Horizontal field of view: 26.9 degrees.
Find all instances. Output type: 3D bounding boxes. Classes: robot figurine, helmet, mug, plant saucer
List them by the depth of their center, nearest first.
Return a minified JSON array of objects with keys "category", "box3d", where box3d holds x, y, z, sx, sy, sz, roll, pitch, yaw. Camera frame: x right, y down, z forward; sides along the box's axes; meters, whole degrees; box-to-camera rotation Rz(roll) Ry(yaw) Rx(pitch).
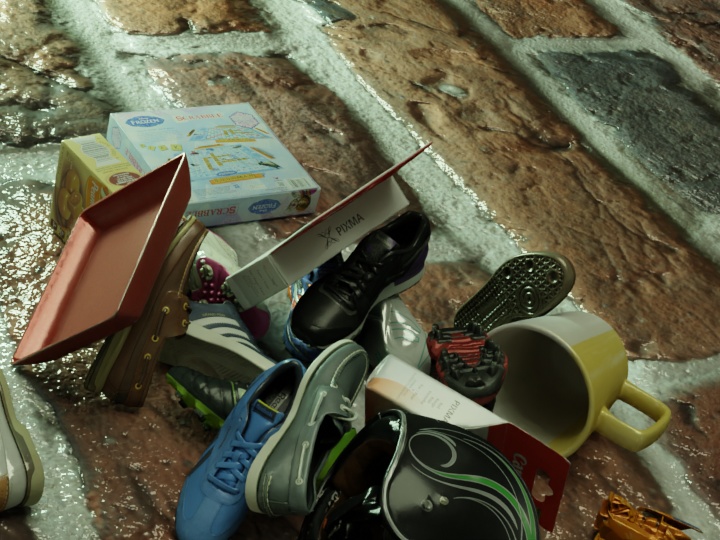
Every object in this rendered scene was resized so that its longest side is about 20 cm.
[{"category":"helmet","box3d":[0.064,0.235,1.313,0.190,0.200,0.200,36,31,-14]},{"category":"robot figurine","box3d":[0.315,0.296,1.455,0.199,0.058,0.145,23,35,8]},{"category":"plant saucer","box3d":[-0.247,-0.002,1.485,0.037,0.199,0.201,38,52,-26]},{"category":"mug","box3d":[0.222,0.127,1.606,0.153,0.149,0.187,-21,75,-55]}]

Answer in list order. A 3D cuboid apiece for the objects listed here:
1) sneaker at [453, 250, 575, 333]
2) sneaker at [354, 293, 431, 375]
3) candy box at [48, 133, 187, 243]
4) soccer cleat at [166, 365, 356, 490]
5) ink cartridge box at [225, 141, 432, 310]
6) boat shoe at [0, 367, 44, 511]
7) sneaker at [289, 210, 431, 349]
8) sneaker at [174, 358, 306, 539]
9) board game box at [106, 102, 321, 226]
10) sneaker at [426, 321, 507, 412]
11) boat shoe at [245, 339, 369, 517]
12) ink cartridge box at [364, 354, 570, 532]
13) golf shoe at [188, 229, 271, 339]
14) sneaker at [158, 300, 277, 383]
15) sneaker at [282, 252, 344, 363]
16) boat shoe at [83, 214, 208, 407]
[{"category":"sneaker","box3d":[0.182,0.026,1.667,0.075,0.200,0.071,-12,76,-37]},{"category":"sneaker","box3d":[0.047,0.088,1.633,0.080,0.071,0.201,11,39,-27]},{"category":"candy box","box3d":[-0.259,-0.045,1.628,0.055,0.116,0.200,-16,46,-39]},{"category":"soccer cleat","box3d":[-0.096,0.139,1.469,0.199,0.068,0.081,30,73,11]},{"category":"ink cartridge box","box3d":[-0.023,-0.045,1.563,0.200,0.176,0.045,-35,94,-38]},{"category":"boat shoe","box3d":[-0.356,0.134,1.365,0.068,0.075,0.200,-5,40,-39]},{"category":"sneaker","box3d":[0.000,0.000,1.585,0.076,0.088,0.200,36,50,17]},{"category":"sneaker","box3d":[-0.109,0.164,1.376,0.066,0.079,0.201,29,64,7]},{"category":"board game box","box3d":[-0.182,-0.132,1.853,0.199,0.041,0.200,-8,42,-33]},{"category":"sneaker","box3d":[0.106,0.114,1.485,0.070,0.099,0.200,-3,9,-3]},{"category":"boat shoe","box3d":[-0.032,0.144,1.365,0.061,0.073,0.200,8,45,29]},{"category":"ink cartridge box","box3d":[0.094,0.181,1.429,0.199,0.163,0.050,32,62,19]},{"category":"golf shoe","box3d":[-0.157,0.001,1.651,0.200,0.076,0.091,39,36,26]},{"category":"sneaker","box3d":[-0.129,0.078,1.548,0.199,0.075,0.084,29,40,17]},{"category":"sneaker","box3d":[-0.045,0.032,1.649,0.075,0.079,0.201,7,35,-15]},{"category":"boat shoe","box3d":[-0.200,0.042,1.496,0.067,0.201,0.072,29,-7,-8]}]
